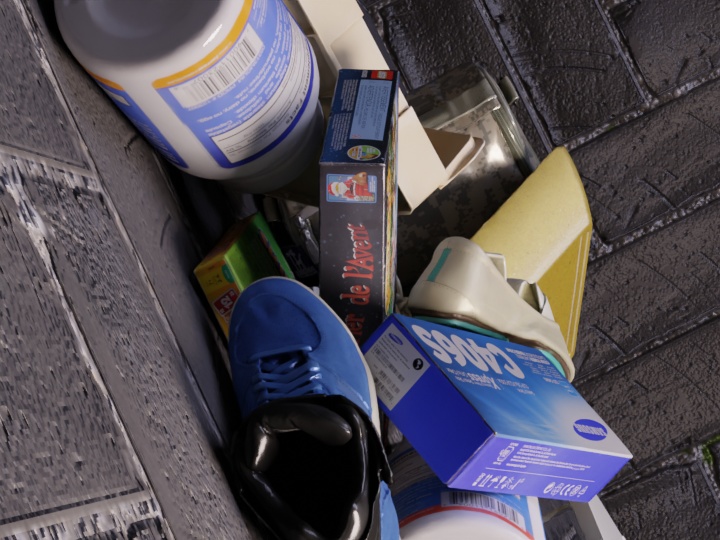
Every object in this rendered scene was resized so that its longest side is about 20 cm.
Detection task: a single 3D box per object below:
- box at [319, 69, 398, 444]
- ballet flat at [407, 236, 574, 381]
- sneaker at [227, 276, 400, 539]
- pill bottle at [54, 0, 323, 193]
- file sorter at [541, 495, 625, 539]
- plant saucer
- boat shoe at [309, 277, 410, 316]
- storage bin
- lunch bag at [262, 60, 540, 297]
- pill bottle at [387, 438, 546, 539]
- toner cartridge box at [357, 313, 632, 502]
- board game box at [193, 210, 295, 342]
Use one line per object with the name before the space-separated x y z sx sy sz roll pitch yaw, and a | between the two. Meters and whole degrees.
box | 0.000 0.000 1.309 0.137 0.037 0.202 -82 173 -62
ballet flat | 0.091 0.027 1.413 0.200 0.069 0.070 36 27 -60
sneaker | -0.030 0.073 1.136 0.111 0.076 0.201 70 4 -61
pill bottle | -0.088 -0.120 1.260 0.113 0.111 0.200 67 6 25
file sorter | 0.145 0.256 1.569 0.139 0.124 0.201 57 9 -36
plant saucer | 0.104 0.044 1.568 0.048 0.200 0.201 26 -41 23
boat shoe | 0.012 0.039 1.525 0.075 0.086 0.202 65 7 14
storage bin | -0.040 -0.146 1.434 0.198 0.094 0.201 15 -39 52
lunch bag | 0.036 -0.059 1.624 0.140 0.199 0.168 64 3 26
pill bottle | 0.054 0.161 1.298 0.113 0.112 0.200 62 7 -12
toner cartridge box | 0.078 0.082 1.272 0.095 0.043 0.200 50 16 25
board game box | -0.057 0.022 1.326 0.096 0.030 0.200 64 10 -7
